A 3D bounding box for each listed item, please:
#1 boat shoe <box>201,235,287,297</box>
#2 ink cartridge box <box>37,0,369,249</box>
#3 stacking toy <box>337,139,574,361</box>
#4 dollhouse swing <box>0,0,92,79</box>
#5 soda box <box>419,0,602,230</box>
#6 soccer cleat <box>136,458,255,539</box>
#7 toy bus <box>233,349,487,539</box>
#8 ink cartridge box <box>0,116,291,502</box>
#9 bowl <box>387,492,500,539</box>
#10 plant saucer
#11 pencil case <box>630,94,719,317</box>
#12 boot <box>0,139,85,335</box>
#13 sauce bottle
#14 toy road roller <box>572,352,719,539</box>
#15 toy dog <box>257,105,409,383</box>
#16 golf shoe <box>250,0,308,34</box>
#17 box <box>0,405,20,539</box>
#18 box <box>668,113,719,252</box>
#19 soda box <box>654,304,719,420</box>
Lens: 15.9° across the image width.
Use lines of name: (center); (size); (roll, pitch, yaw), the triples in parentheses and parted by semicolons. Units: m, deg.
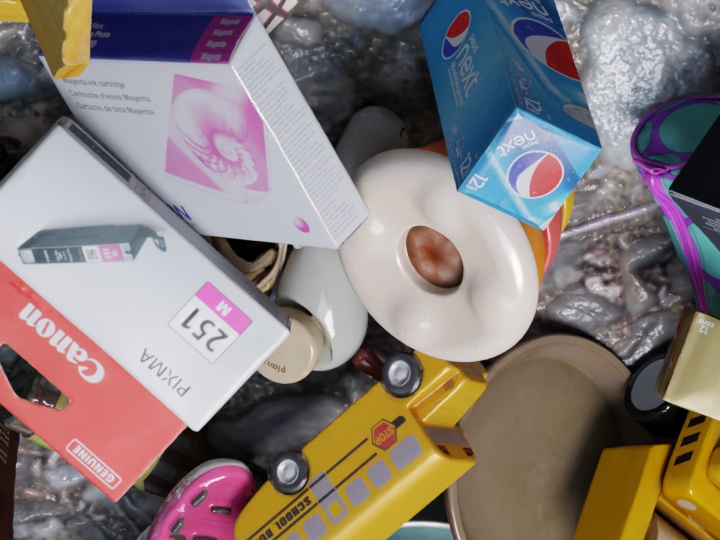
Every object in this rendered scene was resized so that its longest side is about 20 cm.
boat shoe: (-0.085, -0.015, 1.724); (0.071, 0.065, 0.200); (6, 126, -9)
ink cartridge box: (-0.111, -0.104, 1.588); (0.196, 0.043, 0.200); (6, 136, 48)
stacking toy: (0.092, -0.046, 1.647); (0.146, 0.200, 0.146); (21, 129, 28)
dollhouse swing: (-0.244, -0.221, 1.493); (0.181, 0.176, 0.200); (3, 127, -7)
soda box: (0.089, -0.114, 1.579); (0.064, 0.200, 0.068); (23, 119, -22)
soccer cleat: (-0.131, 0.195, 1.820); (0.070, 0.086, 0.200); (5, 125, -26)
toy bus: (0.006, 0.133, 1.733); (0.200, 0.078, 0.065); (-42, 155, 18)
ink cartridge box: (-0.174, 0.031, 1.644); (0.200, 0.044, 0.174); (42, 99, -8)
bowl: (0.031, 0.226, 1.886); (0.200, 0.105, 0.201); (-3, 126, -3)
plant saucer: (0.132, 0.144, 1.810); (0.200, 0.200, 0.029); (42, 155, -29)
pencil case: (0.245, -0.022, 1.731); (0.092, 0.085, 0.200); (-38, 127, -19)
boot: (-0.211, -0.036, 1.674); (0.200, 0.078, 0.139); (1, 125, 12)
sauce bottle: (-0.157, 0.121, 1.819); (0.200, 0.065, 0.065); (29, 119, -24)
toy road roller: (0.252, 0.154, 1.788); (0.123, 0.200, 0.146); (38, 154, -31)
toy dog: (0.000, 0.000, 1.717); (0.096, 0.132, 0.200); (26, 133, 4)
golf shoe: (-0.053, -0.180, 1.601); (0.088, 0.077, 0.200); (11, 126, -22)
box: (-0.360, 0.141, 1.756); (0.200, 0.164, 0.166); (-30, 124, 17)
box: (0.318, -0.043, 1.654); (0.200, 0.107, 0.149); (42, 79, -40)
soda box: (0.297, 0.088, 1.692); (0.200, 0.068, 0.064); (20, 93, 1)
